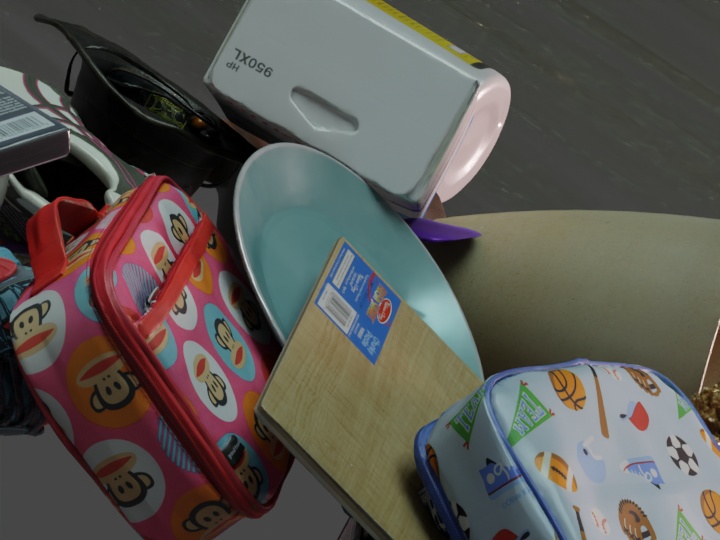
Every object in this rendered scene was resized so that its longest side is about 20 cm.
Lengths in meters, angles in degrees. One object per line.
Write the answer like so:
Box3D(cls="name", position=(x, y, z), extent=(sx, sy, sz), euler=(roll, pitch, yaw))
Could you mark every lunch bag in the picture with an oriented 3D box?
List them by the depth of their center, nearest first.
Box3D(cls="lunch bag", position=(0.119, 0.126, 1.272), extent=(0.199, 0.075, 0.161), euler=(-3, 59, -52))
Box3D(cls="lunch bag", position=(-0.105, 0.036, 1.294), extent=(0.177, 0.082, 0.200), euler=(55, 16, -12))

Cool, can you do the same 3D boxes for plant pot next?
Box3D(cls="plant pot", position=(0.126, 0.040, 1.562), extent=(0.199, 0.189, 0.187), euler=(15, 17, 15))

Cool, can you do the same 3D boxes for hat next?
Box3D(cls="hat", position=(-0.141, -0.079, 1.571), extent=(0.200, 0.081, 0.201), euler=(36, 6, -4))

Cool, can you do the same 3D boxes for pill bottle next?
Box3D(cls="pill bottle", position=(0.004, -0.144, 1.925), extent=(0.199, 0.112, 0.111), euler=(34, 21, 19))

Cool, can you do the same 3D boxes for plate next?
Box3D(cls="plate", position=(-0.005, 0.022, 1.382), extent=(0.200, 0.026, 0.201), euler=(38, 32, -29))

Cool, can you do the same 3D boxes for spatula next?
Box3D(cls="spatula", position=(0.000, 0.000, 1.471), extent=(0.056, 0.021, 0.200), euler=(13, 28, 33))

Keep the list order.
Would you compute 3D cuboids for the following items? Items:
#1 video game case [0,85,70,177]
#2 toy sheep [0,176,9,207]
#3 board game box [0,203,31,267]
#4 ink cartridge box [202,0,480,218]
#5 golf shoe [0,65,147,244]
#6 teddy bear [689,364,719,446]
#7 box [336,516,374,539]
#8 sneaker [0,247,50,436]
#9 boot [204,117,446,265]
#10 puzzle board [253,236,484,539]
Box3D(cls="video game case", position=(-0.257, -0.083, 1.255), extent=(0.142, 0.019, 0.199), euler=(-21, 38, -38))
Box3D(cls="toy sheep", position=(-0.253, -0.053, 1.344), extent=(0.137, 0.139, 0.199), euler=(7, -5, -42))
Box3D(cls="board game box", position=(-0.217, -0.046, 1.537), extent=(0.119, 0.032, 0.200), euler=(15, 22, -39))
Box3D(cls="ink cartridge box", position=(-0.008, -0.102, 1.550), extent=(0.144, 0.085, 0.200), euler=(29, -1, 2))
Box3D(cls="golf shoe", position=(-0.184, -0.069, 1.443), extent=(0.199, 0.077, 0.088), euler=(33, -6, 22))
Box3D(cls="teddy bear", position=(0.179, 0.129, 1.421), extent=(0.145, 0.201, 0.067), euler=(42, -19, -28))
Box3D(cls="box", position=(0.078, 0.197, 1.266), extent=(0.199, 0.050, 0.160), euler=(24, 18, -6))
Box3D(cls="sneaker", position=(-0.176, 0.044, 1.292), extent=(0.095, 0.080, 0.200), euler=(27, 20, -3))
Box3D(cls="boot", position=(-0.007, -0.034, 1.724), extent=(0.199, 0.064, 0.187), euler=(19, 23, -32))
Box3D(cls="puzzle board", position=(0.018, 0.079, 1.297), extent=(0.151, 0.017, 0.200), euler=(46, 24, -10))
